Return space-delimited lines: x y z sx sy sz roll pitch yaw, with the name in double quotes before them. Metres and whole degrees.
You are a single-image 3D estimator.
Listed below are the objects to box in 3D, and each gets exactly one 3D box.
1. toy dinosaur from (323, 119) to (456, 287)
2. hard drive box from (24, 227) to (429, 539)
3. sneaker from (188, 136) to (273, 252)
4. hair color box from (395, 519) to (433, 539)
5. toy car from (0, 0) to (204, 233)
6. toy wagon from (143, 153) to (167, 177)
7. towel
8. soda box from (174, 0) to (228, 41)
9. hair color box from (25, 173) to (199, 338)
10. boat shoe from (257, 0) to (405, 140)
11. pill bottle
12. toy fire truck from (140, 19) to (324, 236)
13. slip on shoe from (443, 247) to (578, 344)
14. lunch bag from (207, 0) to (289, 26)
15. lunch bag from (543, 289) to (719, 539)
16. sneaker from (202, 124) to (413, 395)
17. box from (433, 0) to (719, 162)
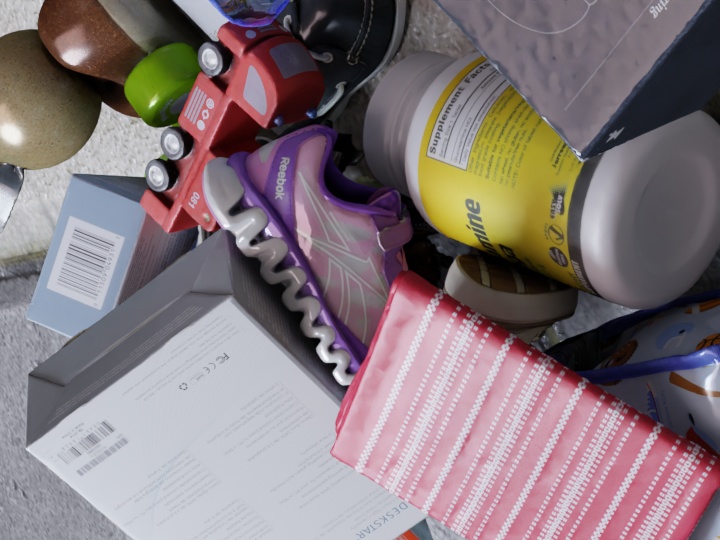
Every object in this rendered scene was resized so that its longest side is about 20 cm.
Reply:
"toy dinosaur" 0.001 -0.018 1.355 0.200 0.102 0.136 26 117 44
"hard drive box" -0.072 0.098 1.270 0.200 0.156 0.077 46 -163 -29
"sneaker" -0.085 0.014 1.410 0.078 0.200 0.090 26 -179 7
"hair color box" -0.026 0.128 1.475 0.200 0.061 0.102 49 -164 -49
"toy car" -0.205 -0.116 1.463 0.164 0.200 0.158 53 -173 18
"toy wagon" -0.113 0.006 1.627 0.155 0.040 0.200 50 148 13
"towel" 0.083 0.096 1.153 0.200 0.022 0.145 31 134 11
"soda box" -0.122 -0.237 1.400 0.200 0.068 0.064 46 147 19
"hair color box" -0.139 -0.007 1.450 0.061 0.200 0.099 22 98 18
"boat shoe" -0.030 -0.134 1.370 0.076 0.060 0.200 49 147 14
"pill bottle" 0.098 -0.058 1.209 0.200 0.112 0.113 23 135 43
"toy fire truck" -0.061 -0.037 1.303 0.141 0.049 0.200 44 126 22
"slip on shoe" 0.082 0.023 1.253 0.200 0.076 0.061 -81 3 -84
"lunch bag" -0.074 -0.258 1.219 0.170 0.123 0.200 -112 18 -57
"lunch bag" 0.192 0.105 1.195 0.200 0.124 0.170 -14 104 58
"sneaker" 0.000 0.000 1.231 0.200 0.088 0.080 53 -171 -8
"box" 0.120 -0.195 1.004 0.197 0.124 0.200 50 129 15
